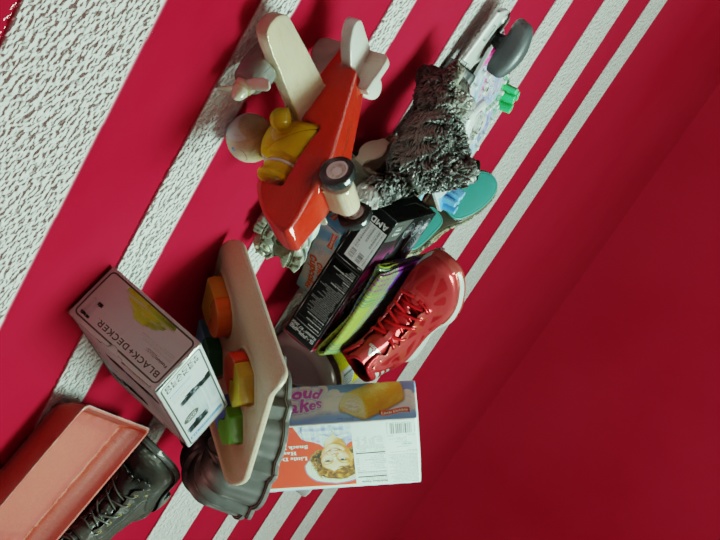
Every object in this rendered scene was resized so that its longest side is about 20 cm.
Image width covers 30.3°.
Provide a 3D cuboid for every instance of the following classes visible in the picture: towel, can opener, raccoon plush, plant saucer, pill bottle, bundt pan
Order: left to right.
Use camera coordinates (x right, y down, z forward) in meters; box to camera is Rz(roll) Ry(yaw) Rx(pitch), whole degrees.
[{"bbox_3d":[-0.320,0.216,1.353,0.200,0.037,0.200,-50,164,-4],"label":"plant saucer"},{"bbox_3d":[-0.152,0.180,1.526,0.202,0.075,0.203,-47,-145,49],"label":"bundt pan"},{"bbox_3d":[-0.021,0.085,1.761,0.200,0.109,0.110,-37,160,-40],"label":"pill bottle"},{"bbox_3d":[0.028,0.037,1.630,0.144,0.023,0.200,-56,164,23],"label":"towel"},{"bbox_3d":[0.063,-0.150,1.437,0.200,0.096,0.135,-28,114,-55],"label":"raccoon plush"},{"bbox_3d":[0.126,-0.218,1.565,0.201,0.067,0.053,-55,163,10],"label":"can opener"}]

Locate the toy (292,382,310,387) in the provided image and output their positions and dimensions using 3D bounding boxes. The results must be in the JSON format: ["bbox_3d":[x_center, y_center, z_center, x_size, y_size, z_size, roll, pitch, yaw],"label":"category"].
[{"bbox_3d":[-0.074,0.190,1.686,0.115,0.199,0.047,-36,-139,47],"label":"toy"}]

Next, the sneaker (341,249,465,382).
[{"bbox_3d":[0.049,0.068,1.577,0.115,0.078,0.201,-37,159,-42],"label":"sneaker"}]

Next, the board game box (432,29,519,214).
[{"bbox_3d":[0.148,-0.185,1.709,0.201,0.026,0.200,-61,166,-8],"label":"board game box"}]

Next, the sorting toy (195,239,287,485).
[{"bbox_3d":[-0.137,0.098,1.378,0.036,0.186,0.200,-4,143,-25],"label":"sorting toy"}]

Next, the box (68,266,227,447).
[{"bbox_3d":[-0.196,0.087,1.260,0.060,0.116,0.200,-46,163,-14],"label":"box"}]

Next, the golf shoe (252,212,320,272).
[{"bbox_3d":[-0.054,-0.095,1.370,0.097,0.078,0.200,-60,180,-43],"label":"golf shoe"}]

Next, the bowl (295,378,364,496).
[{"bbox_3d":[-0.057,0.194,1.885,0.201,0.074,0.200,-60,-173,32],"label":"bowl"}]

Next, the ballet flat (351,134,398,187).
[{"bbox_3d":[0.029,-0.122,1.517,0.200,0.067,0.064,-25,143,-58],"label":"ballet flat"}]

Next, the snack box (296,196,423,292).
[{"bbox_3d":[0.007,-0.056,1.656,0.200,0.037,0.117,-36,158,-42],"label":"snack box"}]

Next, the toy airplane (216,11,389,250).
[{"bbox_3d":[-0.052,-0.132,1.188,0.199,0.140,0.201,-39,127,-69],"label":"toy airplane"}]

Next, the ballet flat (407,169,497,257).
[{"bbox_3d":[0.105,-0.077,1.860,0.200,0.068,0.075,-36,-179,-27],"label":"ballet flat"}]

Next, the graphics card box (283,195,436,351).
[{"bbox_3d":[0.000,0.000,1.598,0.201,0.051,0.125,-57,163,20],"label":"graphics card box"}]

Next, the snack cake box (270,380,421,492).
[{"bbox_3d":[-0.028,0.202,1.619,0.067,0.198,0.116,-92,178,-50],"label":"snack cake box"}]

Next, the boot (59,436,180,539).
[{"bbox_3d":[-0.293,0.281,1.518,0.174,0.069,0.200,-40,160,-30],"label":"boot"}]
